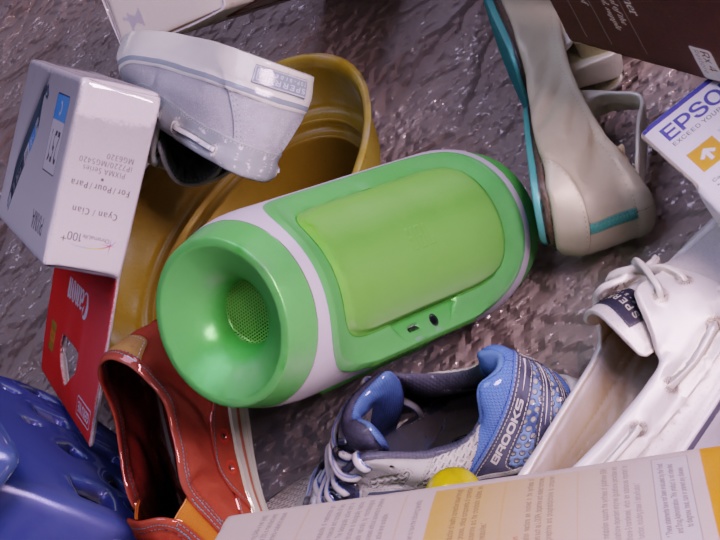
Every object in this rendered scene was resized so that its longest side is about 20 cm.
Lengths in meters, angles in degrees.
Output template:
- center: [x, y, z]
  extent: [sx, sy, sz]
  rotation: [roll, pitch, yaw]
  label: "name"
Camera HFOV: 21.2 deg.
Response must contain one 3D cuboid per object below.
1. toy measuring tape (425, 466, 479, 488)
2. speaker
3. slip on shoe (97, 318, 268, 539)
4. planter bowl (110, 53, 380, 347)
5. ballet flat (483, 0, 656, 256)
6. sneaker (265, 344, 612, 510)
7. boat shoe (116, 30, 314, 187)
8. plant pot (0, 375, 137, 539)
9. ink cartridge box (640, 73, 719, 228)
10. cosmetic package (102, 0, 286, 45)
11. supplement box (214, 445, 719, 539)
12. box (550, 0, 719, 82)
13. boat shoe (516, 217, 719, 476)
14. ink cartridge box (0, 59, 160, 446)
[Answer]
- center: [0.043, 0.178, 0.777]
  extent: [0.073, 0.073, 0.201]
  rotation: [-14, 64, 40]
  label: "toy measuring tape"
- center: [0.000, 0.000, 0.869]
  extent: [0.088, 0.089, 0.200]
  rotation: [-16, 3, 38]
  label: "speaker"
- center: [-0.076, 0.120, 0.880]
  extent: [0.074, 0.061, 0.201]
  rotation: [-14, 88, 51]
  label: "slip on shoe"
- center: [-0.047, -0.010, 1.020]
  extent: [0.200, 0.083, 0.201]
  rotation: [-31, 36, 26]
  label: "planter bowl"
- center: [0.106, -0.084, 0.952]
  extent: [0.069, 0.069, 0.201]
  rotation: [-33, 40, 23]
  label: "ballet flat"
- center: [0.012, 0.083, 0.867]
  extent: [0.199, 0.085, 0.077]
  rotation: [-29, 39, 30]
  label: "sneaker"
- center: [-0.087, -0.080, 0.994]
  extent: [0.201, 0.070, 0.072]
  rotation: [18, 90, 65]
  label: "boat shoe"
- center: [-0.211, 0.152, 0.968]
  extent: [0.200, 0.180, 0.200]
  rotation: [-50, 36, -1]
  label: "plant pot"
- center: [0.240, -0.052, 0.737]
  extent: [0.196, 0.043, 0.200]
  rotation: [-37, 41, 0]
  label: "ink cartridge box"
- center: [-0.064, -0.204, 1.120]
  extent: [0.087, 0.104, 0.200]
  rotation: [-15, 9, 39]
  label: "cosmetic package"
- center: [0.042, 0.125, 0.682]
  extent: [0.199, 0.074, 0.126]
  rotation: [-9, 9, 9]
  label: "supplement box"
- center: [0.155, -0.125, 0.755]
  extent: [0.199, 0.100, 0.075]
  rotation: [21, 67, 44]
  label: "box"
- center: [0.127, 0.028, 0.796]
  extent: [0.201, 0.070, 0.071]
  rotation: [-57, 19, -7]
  label: "boat shoe"
- center: [-0.159, -0.017, 1.017]
  extent: [0.200, 0.044, 0.177]
  rotation: [-154, 75, -72]
  label: "ink cartridge box"
